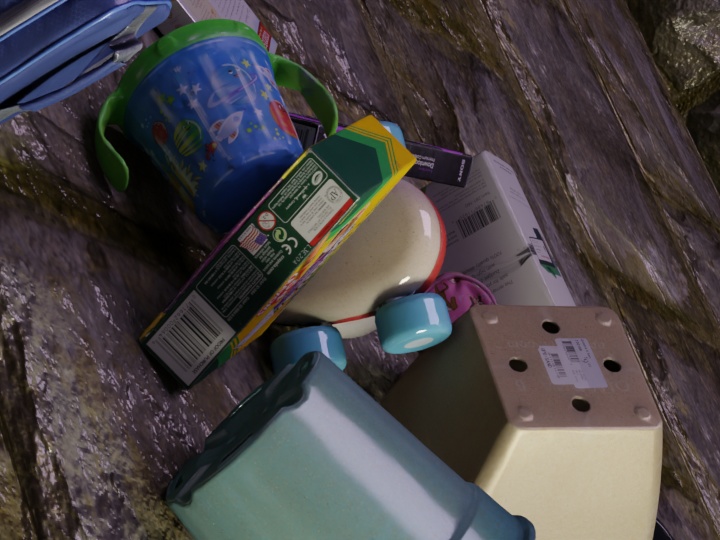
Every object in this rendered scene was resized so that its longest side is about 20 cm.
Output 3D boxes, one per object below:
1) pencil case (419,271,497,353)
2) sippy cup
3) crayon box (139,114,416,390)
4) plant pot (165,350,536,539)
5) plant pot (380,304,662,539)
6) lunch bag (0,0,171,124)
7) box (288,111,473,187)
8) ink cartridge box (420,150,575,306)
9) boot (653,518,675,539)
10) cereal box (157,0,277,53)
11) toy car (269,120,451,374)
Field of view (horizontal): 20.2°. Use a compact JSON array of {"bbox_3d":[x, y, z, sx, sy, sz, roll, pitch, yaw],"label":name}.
[{"bbox_3d":[0.088,0.077,1.817,0.086,0.083,0.200,34,-18,19],"label":"pencil case"},{"bbox_3d":[-0.110,-0.106,1.597,0.131,0.177,0.140,58,5,30],"label":"sippy cup"},{"bbox_3d":[-0.058,-0.016,1.518,0.058,0.200,0.173,44,20,4],"label":"crayon box"},{"bbox_3d":[-0.016,0.174,1.389,0.196,0.200,0.200,48,21,-8],"label":"plant pot"},{"bbox_3d":[0.141,0.137,1.665,0.199,0.178,0.200,1,44,-19],"label":"plant pot"},{"bbox_3d":[-0.223,-0.178,1.364,0.133,0.199,0.136,61,14,-1],"label":"lunch bag"},{"bbox_3d":[-0.015,-0.114,1.818,0.199,0.036,0.143,7,8,-44],"label":"box"},{"bbox_3d":[0.115,0.008,1.993,0.084,0.146,0.201,22,42,-61],"label":"ink cartridge box"},{"bbox_3d":[0.326,0.350,2.103,0.201,0.076,0.168,52,16,2],"label":"boot"},{"bbox_3d":[-0.156,-0.248,1.866,0.200,0.039,0.144,52,21,-20],"label":"cereal box"},{"bbox_3d":[0.000,0.000,1.719,0.200,0.176,0.186,39,35,-71],"label":"toy car"}]
